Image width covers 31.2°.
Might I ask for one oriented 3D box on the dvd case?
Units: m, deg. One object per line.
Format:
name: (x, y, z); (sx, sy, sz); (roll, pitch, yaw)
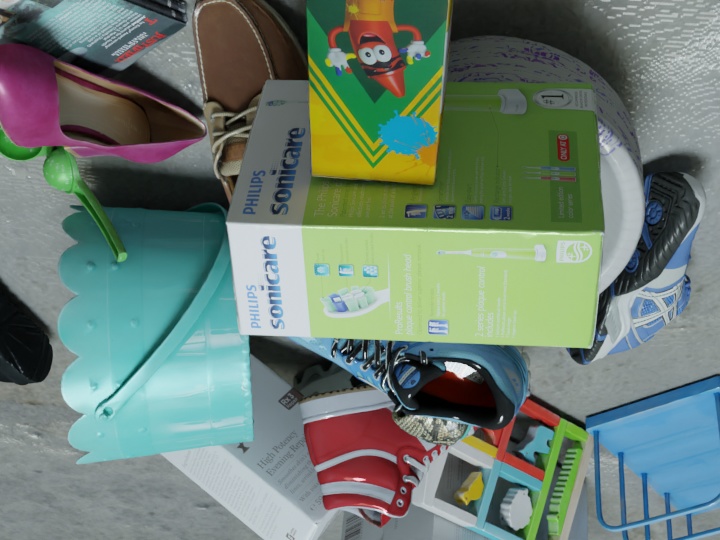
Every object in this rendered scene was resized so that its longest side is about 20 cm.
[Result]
dvd case: (-0.230, -0.157, 0.818); (0.146, 0.022, 0.200); (-26, 155, 34)

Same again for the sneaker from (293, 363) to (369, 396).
sneaker: (0.017, 0.111, 1.138); (0.074, 0.089, 0.200); (34, 133, -29)

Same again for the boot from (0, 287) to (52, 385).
boot: (-0.383, 0.049, 1.128); (0.162, 0.074, 0.198); (-8, 141, 22)

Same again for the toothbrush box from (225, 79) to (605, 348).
toothbrush box: (0.035, -0.037, 0.740); (0.199, 0.146, 0.086); (2, 130, 4)

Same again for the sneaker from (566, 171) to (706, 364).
sneaker: (0.218, -0.005, 0.989); (0.077, 0.076, 0.200); (-7, 146, -21)

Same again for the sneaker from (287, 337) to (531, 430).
sneaker: (0.028, 0.054, 0.905); (0.199, 0.090, 0.079); (20, 112, -2)

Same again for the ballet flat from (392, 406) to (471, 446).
ballet flat: (0.078, 0.037, 0.974); (0.075, 0.068, 0.201); (19, 99, -24)

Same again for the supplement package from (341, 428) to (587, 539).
supplement package: (0.099, 0.272, 1.245); (0.200, 0.192, 0.147); (30, 137, -27)

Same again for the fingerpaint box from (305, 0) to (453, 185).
fingerpaint box: (0.015, -0.175, 0.681); (0.073, 0.201, 0.167); (5, 143, 3)

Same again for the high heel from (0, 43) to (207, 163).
high heel: (-0.170, -0.107, 0.847); (0.095, 0.068, 0.200); (-5, 168, 8)

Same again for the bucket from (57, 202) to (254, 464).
bucket: (-0.151, 0.045, 0.988); (0.134, 0.208, 0.208); (-3, 142, -5)

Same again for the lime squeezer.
lime squeezer: (-0.236, -0.077, 0.931); (0.199, 0.071, 0.038); (30, 116, 6)

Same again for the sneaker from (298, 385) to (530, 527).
sneaker: (0.053, 0.147, 1.056); (0.199, 0.113, 0.071); (-6, 168, -17)

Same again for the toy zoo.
toy zoo: (0.122, 0.173, 1.168); (0.200, 0.132, 0.020); (30, 159, -27)

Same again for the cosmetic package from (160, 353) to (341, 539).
cosmetic package: (-0.096, 0.144, 1.108); (0.200, 0.102, 0.074); (37, 135, 10)

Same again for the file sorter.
file sorter: (0.322, 0.214, 1.199); (0.138, 0.123, 0.200); (-24, 133, 32)

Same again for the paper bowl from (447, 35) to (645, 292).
paper bowl: (0.088, -0.065, 0.871); (0.200, 0.105, 0.201); (3, 129, 4)

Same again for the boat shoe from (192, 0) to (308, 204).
boat shoe: (-0.064, -0.088, 0.852); (0.075, 0.072, 0.201); (-13, 107, 23)
